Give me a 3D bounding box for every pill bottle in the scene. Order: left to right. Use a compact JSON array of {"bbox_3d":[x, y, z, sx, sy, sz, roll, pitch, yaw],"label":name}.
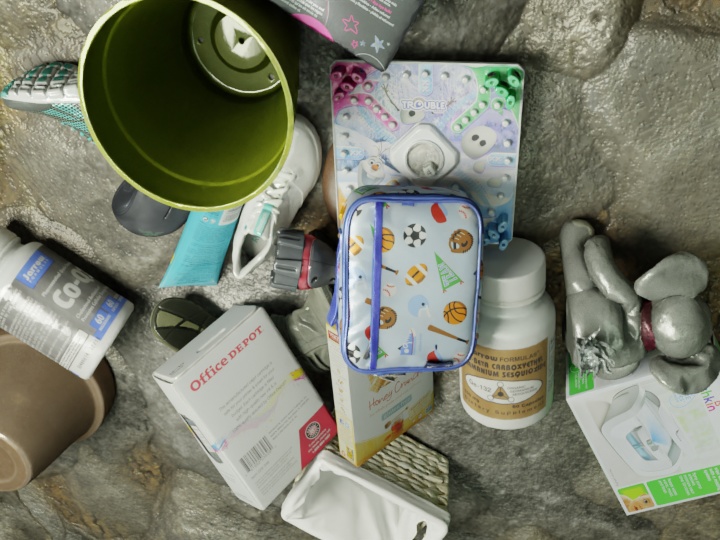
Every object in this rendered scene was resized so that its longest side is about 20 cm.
[{"bbox_3d":[-0.397,0.037,1.059,0.198,0.115,0.114,35,122,-12],"label":"pill bottle"},{"bbox_3d":[0.168,0.071,0.968,0.112,0.115,0.204,0,122,11],"label":"pill bottle"}]

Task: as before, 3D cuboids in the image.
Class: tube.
[{"bbox_3d":[-0.179,-0.040,0.982,0.076,0.051,0.201,1,141,-27],"label":"tube"}]

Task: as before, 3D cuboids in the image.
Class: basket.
[{"bbox_3d":[0.013,0.294,1.135,0.197,0.124,0.137,29,124,-7],"label":"basket"}]

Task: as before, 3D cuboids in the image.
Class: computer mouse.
[{"bbox_3d":[-0.217,-0.098,0.947,0.136,0.053,0.200,7,139,-37],"label":"computer mouse"}]

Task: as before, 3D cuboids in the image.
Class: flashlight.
[{"bbox_3d":[0.000,0.000,0.929,0.195,0.069,0.069,9,132,-7],"label":"flashlight"}]

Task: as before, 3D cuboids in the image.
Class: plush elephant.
[{"bbox_3d":[0.297,0.046,0.888,0.151,0.201,0.168,-4,115,9],"label":"plush elephant"}]

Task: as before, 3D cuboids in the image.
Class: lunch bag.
[{"bbox_3d":[0.045,0.014,0.872,0.156,0.076,0.205,0,107,-8],"label":"lunch bag"}]

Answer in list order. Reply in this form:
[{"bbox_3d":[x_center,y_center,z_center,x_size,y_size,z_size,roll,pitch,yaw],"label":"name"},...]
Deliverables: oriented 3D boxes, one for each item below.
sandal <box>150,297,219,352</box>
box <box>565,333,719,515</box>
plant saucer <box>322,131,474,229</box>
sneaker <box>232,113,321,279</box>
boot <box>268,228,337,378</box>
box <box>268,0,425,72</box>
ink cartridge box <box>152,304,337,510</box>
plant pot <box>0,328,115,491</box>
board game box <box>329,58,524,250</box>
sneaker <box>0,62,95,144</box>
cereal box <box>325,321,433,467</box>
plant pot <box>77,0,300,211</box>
[{"bbox_3d":[-0.188,0.103,1.094,0.200,0.081,0.057,42,156,-20],"label":"sandal"},{"bbox_3d":[0.363,0.172,1.006,0.174,0.097,0.202,-20,115,25],"label":"box"},{"bbox_3d":[0.049,-0.082,0.941,0.195,0.037,0.204,6,124,8],"label":"plant saucer"},{"bbox_3d":[-0.099,-0.076,0.943,0.074,0.089,0.203,22,123,-2],"label":"sneaker"},{"bbox_3d":[-0.066,0.053,1.035,0.128,0.068,0.203,-12,119,23],"label":"boot"},{"bbox_3d":[-0.027,-0.298,0.762,0.198,0.133,0.116,30,120,-9],"label":"box"},{"bbox_3d":[-0.138,0.164,1.037,0.085,0.147,0.202,-1,124,58],"label":"ink cartridge box"},{"bbox_3d":[-0.457,0.192,1.134,0.195,0.176,0.204,5,122,8],"label":"plant pot"},{"bbox_3d":[0.066,-0.116,0.879,0.195,0.026,0.204,4,123,9],"label":"board game box"},{"bbox_3d":[-0.302,-0.175,0.931,0.195,0.078,0.093,4,127,10],"label":"sneaker"},{"bbox_3d":[0.029,0.120,1.016,0.039,0.143,0.204,28,135,40],"label":"cereal box"},{"bbox_3d":[-0.139,-0.195,0.812,0.195,0.194,0.204,5,124,7],"label":"plant pot"}]
